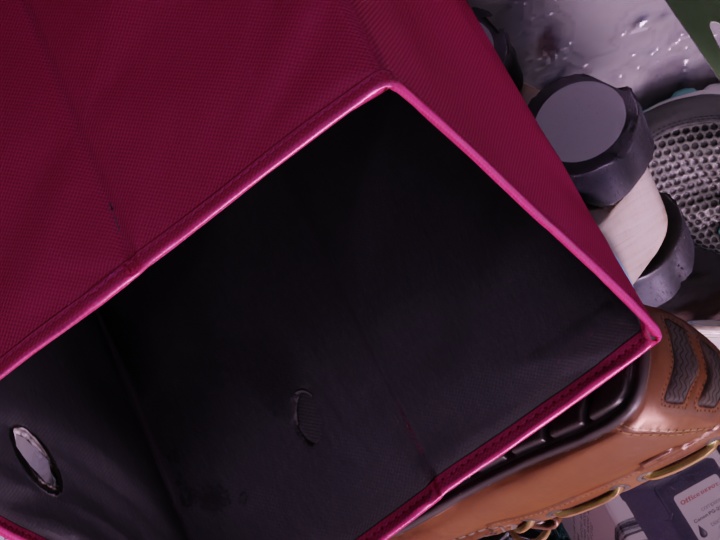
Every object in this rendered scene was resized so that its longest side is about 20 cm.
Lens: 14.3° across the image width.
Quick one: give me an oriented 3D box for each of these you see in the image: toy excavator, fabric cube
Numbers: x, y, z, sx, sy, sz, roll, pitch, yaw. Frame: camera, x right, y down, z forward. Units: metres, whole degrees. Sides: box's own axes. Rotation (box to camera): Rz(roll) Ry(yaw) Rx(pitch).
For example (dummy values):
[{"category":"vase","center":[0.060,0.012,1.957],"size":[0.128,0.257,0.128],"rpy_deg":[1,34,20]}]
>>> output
[{"category":"toy excavator","center":[0.000,0.000,1.108],"size":[0.200,0.194,0.100],"rpy_deg":[-50,146,-16]},{"category":"fabric cube","center":[-0.054,-0.030,0.972],"size":[0.200,0.200,0.196],"rpy_deg":[-36,143,12]}]

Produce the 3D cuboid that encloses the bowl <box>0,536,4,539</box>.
[{"category":"bowl","center":[-0.221,0.086,1.018],"size":[0.201,0.105,0.202],"rpy_deg":[-43,142,-46]}]

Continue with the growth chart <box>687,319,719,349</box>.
[{"category":"growth chart","center":[0.134,0.026,1.230],"size":[0.199,0.018,0.144],"rpy_deg":[4,174,-30]}]

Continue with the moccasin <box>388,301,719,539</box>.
[{"category":"moccasin","center":[0.059,0.064,1.061],"size":[0.077,0.074,0.201],"rpy_deg":[23,143,-35]}]

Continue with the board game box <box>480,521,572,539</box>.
[{"category":"board game box","center":[0.088,0.182,1.445],"size":[0.199,0.028,0.135],"rpy_deg":[21,123,-45]}]

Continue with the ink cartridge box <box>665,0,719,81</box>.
[{"category":"ink cartridge box","center":[0.212,-0.073,1.125],"size":[0.199,0.146,0.048],"rpy_deg":[17,123,-42]}]

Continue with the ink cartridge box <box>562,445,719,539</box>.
[{"category":"ink cartridge box","center":[0.190,0.133,1.311],"size":[0.144,0.200,0.085],"rpy_deg":[-19,140,-10]}]

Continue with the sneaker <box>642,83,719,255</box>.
[{"category":"sneaker","center":[0.197,-0.015,1.172],"size":[0.199,0.091,0.078],"rpy_deg":[20,110,1]}]
